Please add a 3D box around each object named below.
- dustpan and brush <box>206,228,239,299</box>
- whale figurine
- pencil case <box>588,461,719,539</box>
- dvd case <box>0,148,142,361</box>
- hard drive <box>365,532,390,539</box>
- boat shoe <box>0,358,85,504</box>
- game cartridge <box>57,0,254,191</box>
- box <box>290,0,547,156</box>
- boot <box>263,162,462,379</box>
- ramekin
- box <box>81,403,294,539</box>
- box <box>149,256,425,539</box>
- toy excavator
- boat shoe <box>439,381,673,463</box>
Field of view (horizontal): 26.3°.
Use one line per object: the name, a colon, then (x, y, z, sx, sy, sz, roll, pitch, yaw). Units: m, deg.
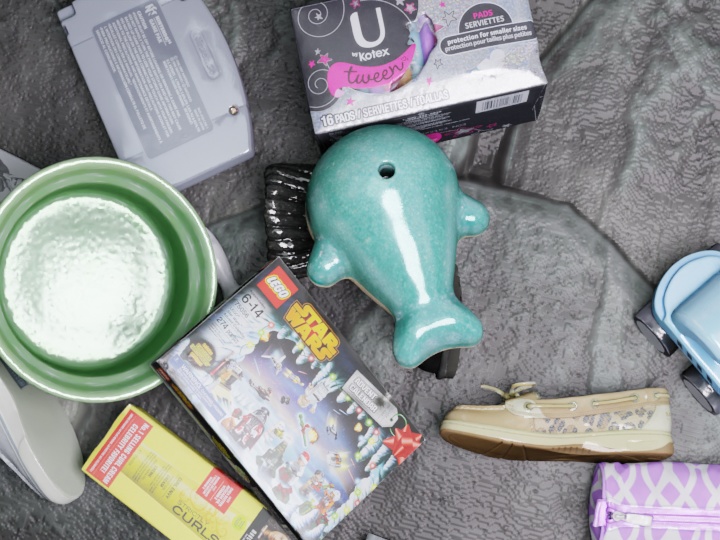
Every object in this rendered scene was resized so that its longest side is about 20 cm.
dustpan and brush: (-0.096, 0.047, 1.345, 0.139, 0.057, 0.201, -27, 86, -7)
whale figurine: (0.032, -0.027, 1.237, 0.158, 0.104, 0.201, -17, 68, -9)
pencil case: (0.283, 0.200, 1.273, 0.198, 0.086, 0.085, 1, 79, 3)
dvd case: (-0.312, -0.021, 1.378, 0.199, 0.025, 0.151, 26, 83, 7)
hard drive: (0.035, 0.336, 1.269, 0.139, 0.033, 0.202, 16, 81, 27)
boat shoe: (-0.313, 0.122, 1.338, 0.071, 0.070, 0.202, -34, 87, 24)
game cartridge: (-0.177, -0.172, 1.391, 0.132, 0.040, 0.201, -25, 80, 3)
box: (0.050, -0.177, 1.328, 0.198, 0.132, 0.116, -13, 81, 1)
boot: (0.000, 0.000, 1.325, 0.156, 0.080, 0.213, -8, 69, -5)
ramekin: (-0.227, 0.008, 1.302, 0.198, 0.098, 0.202, 0, 90, -17)
box: (-0.136, 0.201, 1.315, 0.199, 0.050, 0.075, 37, 84, 9)
box: (-0.059, 0.109, 1.275, 0.137, 0.040, 0.200, -41, 96, -20)
toy excavator: (0.319, 0.063, 1.235, 0.100, 0.200, 0.195, -39, 80, -3)
boat shoe: (0.165, 0.126, 1.304, 0.198, 0.073, 0.063, 5, 74, -7)
